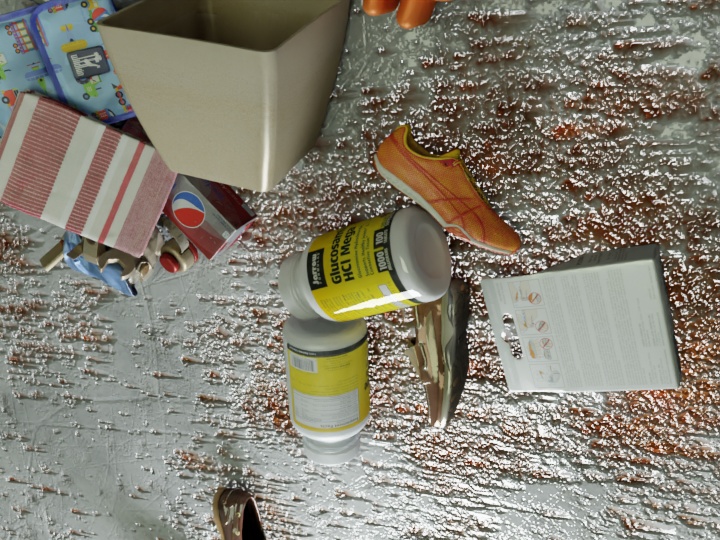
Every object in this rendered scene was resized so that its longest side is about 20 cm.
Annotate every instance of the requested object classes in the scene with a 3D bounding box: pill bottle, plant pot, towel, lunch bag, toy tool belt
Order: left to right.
[{"bbox_3d":[-0.353,-0.248,0.866,0.199,0.094,0.151,-13,115,6],"label":"lunch bag"},{"bbox_3d":[-0.338,-0.116,0.873,0.199,0.023,0.145,23,104,-19],"label":"towel"},{"bbox_3d":[-0.335,-0.015,0.977,0.199,0.123,0.125,19,140,24],"label":"toy tool belt"},{"bbox_3d":[-0.137,-0.205,0.794,0.199,0.200,0.178,14,129,17],"label":"plant pot"},{"bbox_3d":[-0.043,0.156,0.957,0.111,0.112,0.201,7,116,20],"label":"pill bottle"},{"bbox_3d":[0.000,0.000,0.862,0.199,0.112,0.113,-16,106,34],"label":"pill bottle"}]

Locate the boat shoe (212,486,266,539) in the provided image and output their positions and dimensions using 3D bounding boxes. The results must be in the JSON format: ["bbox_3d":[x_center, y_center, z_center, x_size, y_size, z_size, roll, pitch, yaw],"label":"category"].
[{"bbox_3d":[-0.189,0.453,1.178,0.070,0.070,0.201,-1,112,28],"label":"boat shoe"}]

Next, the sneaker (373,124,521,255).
[{"bbox_3d":[0.107,-0.090,0.808,0.200,0.073,0.077,38,108,-2],"label":"sneaker"}]

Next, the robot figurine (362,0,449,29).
[{"bbox_3d":[0.064,-0.341,0.684,0.144,0.116,0.201,50,133,44],"label":"robot figurine"}]

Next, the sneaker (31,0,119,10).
[{"bbox_3d":[-0.371,-0.365,0.888,0.085,0.077,0.200,-34,106,27],"label":"sneaker"}]

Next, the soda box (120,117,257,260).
[{"bbox_3d":[-0.236,-0.114,0.944,0.200,0.063,0.070,47,120,-2],"label":"soda box"}]

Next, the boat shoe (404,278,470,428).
[{"bbox_3d":[0.096,0.103,0.902,0.071,0.076,0.201,8,107,24],"label":"boat shoe"}]

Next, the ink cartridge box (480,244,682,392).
[{"bbox_3d":[0.256,0.063,0.832,0.199,0.047,0.161,-7,110,31],"label":"ink cartridge box"}]

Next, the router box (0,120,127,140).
[{"bbox_3d":[-0.405,-0.202,0.966,0.149,0.051,0.200,37,112,3],"label":"router box"}]
